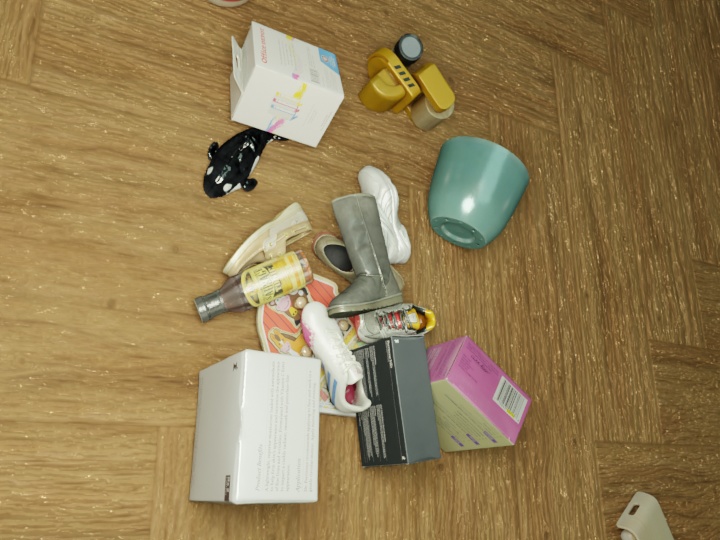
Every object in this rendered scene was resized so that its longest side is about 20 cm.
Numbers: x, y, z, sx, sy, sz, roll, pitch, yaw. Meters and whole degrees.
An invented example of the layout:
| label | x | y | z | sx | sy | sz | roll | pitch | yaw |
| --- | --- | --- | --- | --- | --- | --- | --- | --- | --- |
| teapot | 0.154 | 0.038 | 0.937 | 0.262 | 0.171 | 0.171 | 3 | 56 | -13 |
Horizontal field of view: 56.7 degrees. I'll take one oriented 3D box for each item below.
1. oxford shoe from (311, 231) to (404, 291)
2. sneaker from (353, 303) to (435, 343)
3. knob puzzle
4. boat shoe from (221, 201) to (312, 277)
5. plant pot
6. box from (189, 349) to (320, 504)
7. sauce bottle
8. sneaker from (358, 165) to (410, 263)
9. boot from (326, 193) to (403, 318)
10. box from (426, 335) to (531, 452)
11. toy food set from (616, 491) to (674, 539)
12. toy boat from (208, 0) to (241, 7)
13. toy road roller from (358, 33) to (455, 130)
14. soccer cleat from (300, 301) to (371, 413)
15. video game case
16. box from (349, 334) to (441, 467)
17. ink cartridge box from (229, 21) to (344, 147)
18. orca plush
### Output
| label | x | y | z | sx | sy | sz | roll | pitch | yaw |
| --- | --- | --- | --- | --- | --- | --- | --- | --- | --- |
| oxford shoe | 0.000 | 0.000 | 1.230 | 0.196 | 0.075 | 0.072 | 25 | 97 | -17 |
| sneaker | 0.062 | 0.087 | 1.223 | 0.197 | 0.081 | 0.080 | 1 | 77 | -47 |
| knob puzzle | -0.096 | 0.086 | 1.153 | 0.214 | 0.030 | 0.226 | 10 | 70 | -29 |
| boat shoe | -0.154 | -0.043 | 1.158 | 0.069 | 0.074 | 0.200 | 47 | 55 | -3 |
| plant pot | 0.225 | -0.145 | 1.366 | 0.198 | 0.199 | 0.164 | 32 | 72 | -19 |
| box | -0.158 | 0.239 | 0.991 | 0.128 | 0.199 | 0.205 | 12 | 69 | -30 |
| sauce bottle | -0.174 | 0.029 | 1.096 | 0.196 | 0.066 | 0.067 | -25 | 88 | -15 |
| sneaker | 0.028 | -0.104 | 1.293 | 0.097 | 0.078 | 0.205 | -16 | 83 | -31 |
| boot | -0.011 | -0.028 | 1.142 | 0.179 | 0.071 | 0.206 | -10 | 84 | -49 |
| box | 0.172 | 0.228 | 1.202 | 0.175 | 0.199 | 0.098 | 43 | 57 | -12 |
| toy food set | 0.636 | 0.617 | 1.469 | 0.142 | 0.060 | 0.205 | -22 | 88 | -47 |
| toy boat | -0.262 | -0.597 | 1.229 | 0.201 | 0.130 | 0.131 | 50 | 57 | -9 |
| toy road roller | 0.087 | -0.370 | 1.391 | 0.146 | 0.123 | 0.201 | -41 | 98 | -19 |
| soccer cleat | -0.034 | 0.145 | 1.112 | 0.069 | 0.085 | 0.205 | -30 | 107 | -35 |
| video game case | -0.048 | 0.162 | 1.192 | 0.195 | 0.023 | 0.188 | 13 | 68 | -28 |
| box | 0.055 | 0.224 | 1.141 | 0.077 | 0.140 | 0.206 | 1 | 75 | -31 |
| ink cartridge box | -0.148 | -0.337 | 1.204 | 0.195 | 0.126 | 0.131 | 13 | 46 | -27 |
| orca plush | -0.198 | -0.206 | 1.183 | 0.198 | 0.071 | 0.107 | -34 | 94 | -35 |
